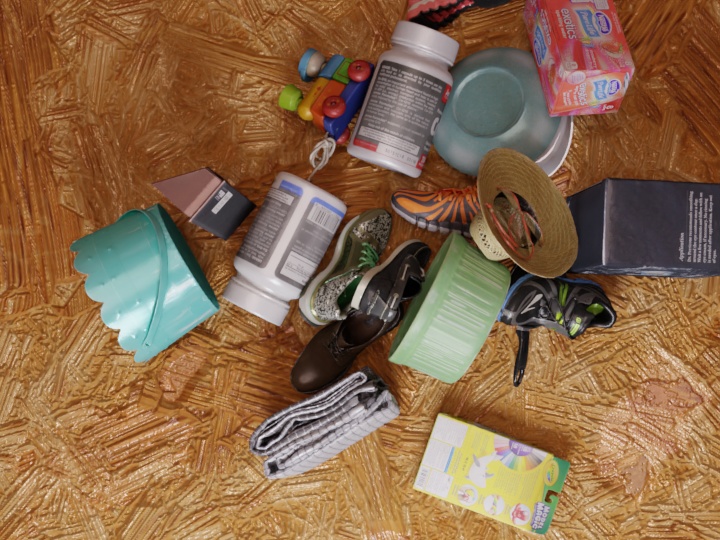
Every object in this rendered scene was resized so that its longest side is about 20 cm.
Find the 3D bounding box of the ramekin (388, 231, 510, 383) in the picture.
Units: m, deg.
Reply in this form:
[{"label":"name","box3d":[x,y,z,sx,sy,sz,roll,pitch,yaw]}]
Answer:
[{"label":"ramekin","box3d":[0.125,0.057,1.440,0.097,0.200,0.200,27,88,-1]}]

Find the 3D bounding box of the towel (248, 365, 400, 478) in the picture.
[{"label":"towel","box3d":[-0.048,0.207,1.455,0.200,0.166,0.086,-32,78,1]}]

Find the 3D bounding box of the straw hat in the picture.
[{"label":"straw hat","box3d":[0.193,-0.059,1.394,0.085,0.201,0.201,-35,82,40]}]

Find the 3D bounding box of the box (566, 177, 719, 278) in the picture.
[{"label":"box","box3d":[0.396,-0.052,1.413,0.199,0.197,0.118,3,87,-3]}]

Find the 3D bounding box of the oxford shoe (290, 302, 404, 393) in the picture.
[{"label":"oxford shoe","box3d":[-0.032,0.104,1.496,0.200,0.084,0.073,-44,80,13]}]

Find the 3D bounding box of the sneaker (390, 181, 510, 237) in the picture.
[{"label":"sneaker","box3d":[0.149,-0.109,1.488,0.199,0.078,0.112,14,123,-4]}]

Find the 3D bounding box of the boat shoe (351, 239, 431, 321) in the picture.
[{"label":"boat shoe","box3d":[0.058,0.015,1.455,0.067,0.200,0.072,24,119,16]}]

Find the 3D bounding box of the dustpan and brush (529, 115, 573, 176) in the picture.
[{"label":"dustpan and brush","box3d":[0.248,-0.156,1.519,0.139,0.057,0.201,-10,75,17]}]

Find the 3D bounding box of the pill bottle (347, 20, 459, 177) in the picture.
[{"label":"pill bottle","box3d":[0.065,-0.244,1.498,0.114,0.114,0.201,20,94,6]}]

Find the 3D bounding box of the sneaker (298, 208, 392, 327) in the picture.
[{"label":"sneaker","box3d":[0.000,0.000,1.485,0.077,0.089,0.200,44,70,-35]}]

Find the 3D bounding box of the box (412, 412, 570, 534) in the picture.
[{"label":"box","box3d":[0.186,0.288,1.488,0.199,0.048,0.118,20,87,8]}]

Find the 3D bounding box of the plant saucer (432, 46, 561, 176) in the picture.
[{"label":"plant saucer","box3d":[0.188,-0.235,1.505,0.200,0.039,0.202,-5,76,19]}]

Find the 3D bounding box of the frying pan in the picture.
[{"label":"frying pan","box3d":[0.251,0.061,1.502,0.115,0.031,0.191,-19,114,-27]}]

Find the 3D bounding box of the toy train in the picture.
[{"label":"toy train","box3d":[-0.070,-0.231,1.516,0.116,0.085,0.200,26,69,18]}]

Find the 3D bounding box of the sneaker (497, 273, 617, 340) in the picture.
[{"label":"sneaker","box3d":[0.275,0.051,1.439,0.199,0.083,0.071,2,124,-32]}]

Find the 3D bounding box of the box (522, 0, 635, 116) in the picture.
[{"label":"box","box3d":[0.301,-0.322,1.461,0.102,0.095,0.200,-4,59,-7]}]

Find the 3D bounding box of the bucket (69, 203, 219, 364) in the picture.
[{"label":"bucket","box3d":[-0.300,0.012,1.478,0.135,0.207,0.208,-30,84,-2]}]

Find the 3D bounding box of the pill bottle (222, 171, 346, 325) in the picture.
[{"label":"pill bottle","box3d":[-0.112,-0.030,1.504,0.114,0.114,0.200,27,88,6]}]

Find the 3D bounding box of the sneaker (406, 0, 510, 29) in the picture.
[{"label":"sneaker","box3d":[0.150,-0.421,1.512,0.200,0.074,0.087,-15,72,29]}]

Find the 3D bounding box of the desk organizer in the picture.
[{"label":"desk organizer","box3d":[-0.217,-0.105,1.475,0.077,0.200,0.072,41,90,8]}]
